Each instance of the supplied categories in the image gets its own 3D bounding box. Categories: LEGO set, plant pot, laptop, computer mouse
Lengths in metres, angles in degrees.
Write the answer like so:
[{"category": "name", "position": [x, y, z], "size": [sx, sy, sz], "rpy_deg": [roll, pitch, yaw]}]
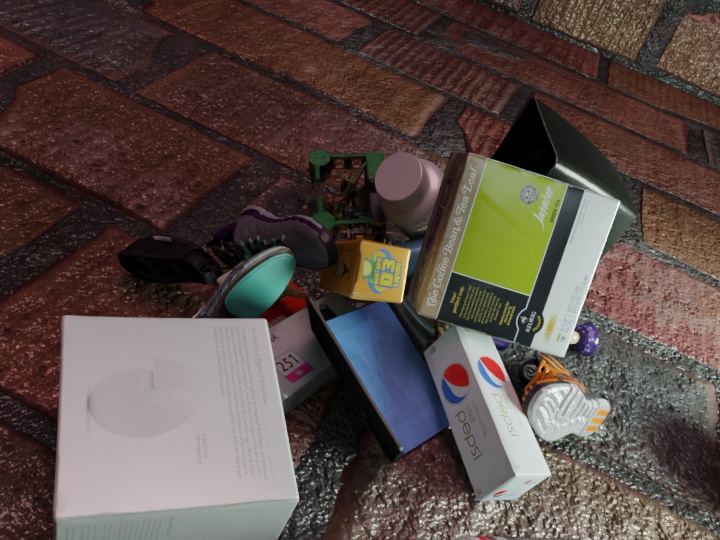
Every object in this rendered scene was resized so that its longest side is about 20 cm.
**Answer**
[{"category": "LEGO set", "position": [-0.018, -0.094, 1.138], "size": [0.151, 0.117, 0.202], "rpy_deg": [-9, 55, -8]}, {"category": "plant pot", "position": [0.294, -0.103, 1.082], "size": [0.176, 0.201, 0.201], "rpy_deg": [22, 35, -14]}, {"category": "laptop", "position": [0.034, 0.109, 0.828], "size": [0.115, 0.200, 0.188], "rpy_deg": [-31, 74, -11]}, {"category": "computer mouse", "position": [-0.201, -0.003, 0.905], "size": [0.198, 0.141, 0.047], "rpy_deg": [-2, 58, 29]}]

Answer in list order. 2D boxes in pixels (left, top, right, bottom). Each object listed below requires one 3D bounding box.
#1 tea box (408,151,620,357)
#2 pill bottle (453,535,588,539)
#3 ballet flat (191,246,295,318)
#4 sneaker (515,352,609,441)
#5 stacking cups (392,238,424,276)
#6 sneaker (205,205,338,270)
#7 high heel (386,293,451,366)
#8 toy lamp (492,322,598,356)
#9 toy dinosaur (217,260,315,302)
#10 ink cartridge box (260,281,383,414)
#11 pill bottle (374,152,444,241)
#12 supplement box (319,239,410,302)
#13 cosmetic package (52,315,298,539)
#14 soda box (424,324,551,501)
[{"category": "tea box", "position": [0.182, -0.026, 0.895], "size": [0.194, 0.203, 0.134], "rpy_deg": [17, 9, -5]}, {"category": "pill bottle", "position": [0.182, 0.313, 0.675], "size": [0.197, 0.112, 0.111], "rpy_deg": [8, 37, -17]}, {"category": "ballet flat", "position": [-0.156, 0.044, 0.814], "size": [0.074, 0.201, 0.074], "rpy_deg": [39, -5, 5]}, {"category": "sneaker", "position": [0.237, 0.158, 0.923], "size": [0.199, 0.078, 0.112], "rpy_deg": [26, 12, -50]}, {"category": "stacking cups", "position": [0.082, -0.025, 1.038], "size": [0.197, 0.061, 0.061], "rpy_deg": [-17, 41, 0]}, {"category": "sneaker", "position": [-0.114, -0.026, 0.897], "size": [0.087, 0.075, 0.199], "rpy_deg": [-34, 31, -31]}, {"category": "high heel", "position": [0.123, 0.074, 1.022], "size": [0.199, 0.071, 0.143], "rpy_deg": [-17, 68, -53]}, {"category": "toy lamp", "position": [0.255, 0.094, 1.051], "size": [0.197, 0.059, 0.059], "rpy_deg": [9, 36, -21]}, {"category": "toy dinosaur", "position": [-0.137, 0.006, 0.979], "size": [0.197, 0.059, 0.102], "rpy_deg": [17, 46, 13]}, {"category": "ink cartridge box", "position": [-0.095, 0.076, 0.907], "size": [0.173, 0.044, 0.199], "rpy_deg": [38, 38, 20]}, {"category": "pill bottle", "position": [0.093, -0.100, 1.063], "size": [0.104, 0.104, 0.200], "rpy_deg": [45, 4, 31]}, {"category": "supplement box", "position": [0.000, 0.000, 0.875], "size": [0.068, 0.068, 0.200], "rpy_deg": [10, 0, -12]}, {"category": "cosmetic package", "position": [-0.180, 0.157, 0.670], "size": [0.197, 0.124, 0.201], "rpy_deg": [2, 47, -22]}, {"category": "soda box", "position": [0.147, 0.166, 0.851], "size": [0.063, 0.068, 0.202], "rpy_deg": [11, 46, -35]}]
